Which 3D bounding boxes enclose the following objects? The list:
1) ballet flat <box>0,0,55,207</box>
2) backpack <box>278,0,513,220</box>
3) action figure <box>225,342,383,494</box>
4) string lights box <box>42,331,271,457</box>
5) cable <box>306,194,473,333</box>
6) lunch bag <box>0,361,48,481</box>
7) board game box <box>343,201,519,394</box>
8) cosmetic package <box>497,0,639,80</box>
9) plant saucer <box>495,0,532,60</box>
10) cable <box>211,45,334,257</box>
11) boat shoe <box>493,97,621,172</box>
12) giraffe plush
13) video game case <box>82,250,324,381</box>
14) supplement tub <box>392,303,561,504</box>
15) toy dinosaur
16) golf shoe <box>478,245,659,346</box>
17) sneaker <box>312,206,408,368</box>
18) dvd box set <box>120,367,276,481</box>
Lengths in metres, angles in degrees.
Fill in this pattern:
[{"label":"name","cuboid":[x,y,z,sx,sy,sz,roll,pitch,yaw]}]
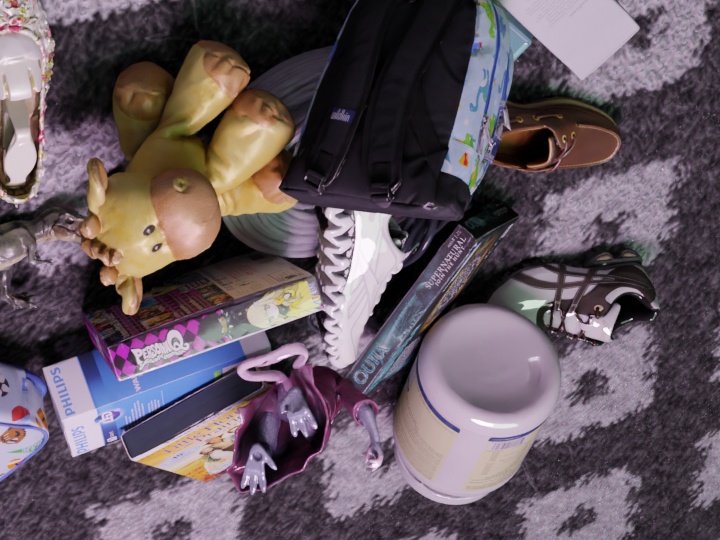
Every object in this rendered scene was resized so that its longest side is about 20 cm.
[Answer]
[{"label":"ballet flat","cuboid":[-0.266,-0.134,1.256,0.075,0.064,0.200,-13,134,-19]},{"label":"backpack","cuboid":[0.043,-0.142,1.286,0.154,0.163,0.201,9,88,-54]},{"label":"action figure","cuboid":[-0.059,0.124,1.463,0.134,0.200,0.149,-15,98,19]},{"label":"string lights box","cuboid":[-0.185,0.099,1.505,0.199,0.059,0.103,-19,158,-13]},{"label":"cable","cuboid":[0.040,-0.011,1.519,0.200,0.051,0.163,-44,165,18]},{"label":"lunch bag","cuboid":[-0.385,0.131,1.417,0.200,0.076,0.160,20,139,-39]},{"label":"board game box","cuboid":[0.069,0.026,1.578,0.200,0.028,0.135,-54,169,22]},{"label":"cosmetic package","cuboid":[0.139,-0.252,1.355,0.074,0.102,0.200,-42,136,13]},{"label":"plant saucer","cuboid":[0.075,-0.224,1.405,0.070,0.019,0.200,-45,136,14]},{"label":"cable","cuboid":[-0.036,-0.103,1.418,0.199,0.069,0.200,1,131,-30]},{"label":"boat shoe","cuboid":[0.166,-0.119,1.520,0.200,0.068,0.072,4,127,-33]},{"label":"giraffe plush","cuboid":[-0.156,-0.063,1.280,0.200,0.162,0.173,-32,107,26]},{"label":"video game case","cuboid":[-0.141,0.034,1.402,0.181,0.200,0.036,-19,102,-13]},{"label":"supplement tub","cuboid":[0.112,0.141,1.657,0.145,0.145,0.200,-13,151,-20]},{"label":"toy dinosaur","cuboid":[-0.318,0.004,1.372,0.199,0.047,0.088,-17,122,-15]},{"label":"golf shoe","cuboid":[0.216,0.037,1.679,0.199,0.095,0.078,-17,137,-14]},{"label":"sneaker","cuboid":[0.000,0.000,1.405,0.081,0.075,0.201,-4,125,-11]},{"label":"dvd box set","cuboid":[-0.127,0.149,1.566,0.146,0.029,0.200,-29,161,6]}]
